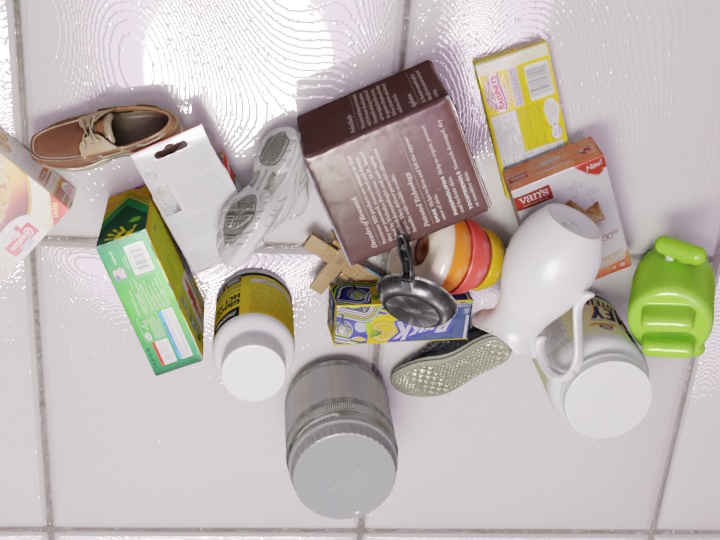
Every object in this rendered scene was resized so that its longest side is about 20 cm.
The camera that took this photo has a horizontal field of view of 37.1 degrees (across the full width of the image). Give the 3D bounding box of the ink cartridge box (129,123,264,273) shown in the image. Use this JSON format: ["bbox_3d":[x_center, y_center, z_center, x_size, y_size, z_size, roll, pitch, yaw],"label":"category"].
[{"bbox_3d":[-0.217,-0.102,1.438,0.108,0.051,0.201,-22,123,4],"label":"ink cartridge box"}]

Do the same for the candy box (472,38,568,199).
[{"bbox_3d":[0.223,-0.203,1.458,0.101,0.026,0.202,-16,116,4],"label":"candy box"}]

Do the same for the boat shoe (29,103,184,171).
[{"bbox_3d":[-0.329,-0.178,1.381,0.198,0.072,0.077,-13,79,-6],"label":"boat shoe"}]

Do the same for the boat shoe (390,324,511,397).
[{"bbox_3d":[0.134,0.131,1.592,0.199,0.063,0.075,-27,121,24],"label":"boat shoe"}]

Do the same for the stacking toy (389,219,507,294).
[{"bbox_3d":[0.153,-0.015,1.505,0.198,0.146,0.147,12,115,-30],"label":"stacking toy"}]

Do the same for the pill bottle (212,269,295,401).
[{"bbox_3d":[-0.145,0.089,1.466,0.111,0.200,0.114,-2,116,-4],"label":"pill bottle"}]

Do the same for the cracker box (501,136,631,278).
[{"bbox_3d":[0.288,-0.071,1.493,0.133,0.058,0.201,-21,125,6],"label":"cracker box"}]

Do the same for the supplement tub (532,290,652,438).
[{"bbox_3d":[0.325,0.131,1.530,0.143,0.200,0.146,-2,116,-5],"label":"supplement tub"}]

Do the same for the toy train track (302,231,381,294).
[{"bbox_3d":[0.000,0.000,1.533,0.199,0.033,0.115,33,108,-26],"label":"toy train track"}]

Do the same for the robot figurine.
[{"bbox_3d":[0.437,0.040,1.506,0.114,0.200,0.177,-1,120,20],"label":"robot figurine"}]

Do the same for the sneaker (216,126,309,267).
[{"bbox_3d":[-0.114,-0.083,1.420,0.099,0.078,0.201,41,74,-46],"label":"sneaker"}]

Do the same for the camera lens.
[{"bbox_3d":[-0.030,0.237,1.548,0.158,0.200,0.162,-2,116,-4],"label":"camera lens"}]

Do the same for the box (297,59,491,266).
[{"bbox_3d":[0.041,-0.142,1.392,0.198,0.166,0.165,-22,117,6],"label":"box"}]

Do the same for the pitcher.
[{"bbox_3d":[0.256,0.031,1.423,0.121,0.171,0.201,-13,136,-49],"label":"pitcher"}]

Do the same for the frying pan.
[{"bbox_3d":[0.079,0.026,1.396,0.114,0.031,0.190,21,152,0],"label":"frying pan"}]

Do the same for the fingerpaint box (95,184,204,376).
[{"bbox_3d":[-0.277,0.009,1.435,0.073,0.167,0.202,-18,117,2],"label":"fingerpaint box"}]

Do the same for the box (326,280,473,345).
[{"bbox_3d":[0.055,0.058,1.523,0.198,0.064,0.071,-2,121,-13],"label":"box"}]

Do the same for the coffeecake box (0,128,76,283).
[{"bbox_3d":[-0.502,-0.105,1.411,0.153,0.073,0.200,-43,112,14],"label":"coffeecake box"}]
